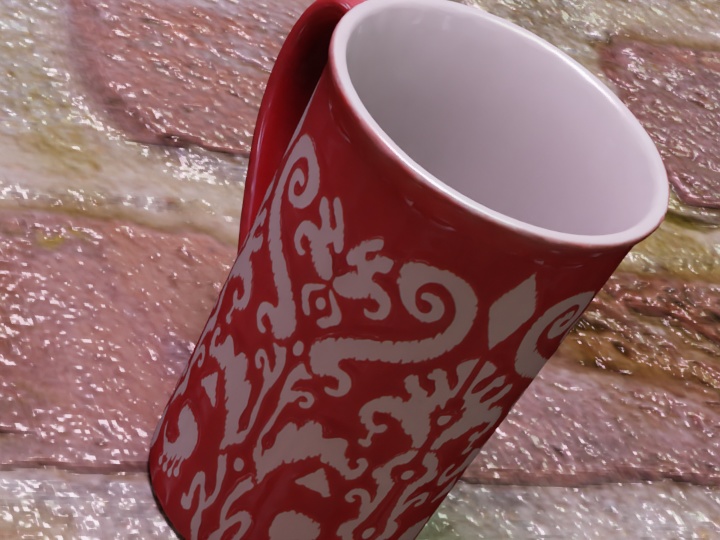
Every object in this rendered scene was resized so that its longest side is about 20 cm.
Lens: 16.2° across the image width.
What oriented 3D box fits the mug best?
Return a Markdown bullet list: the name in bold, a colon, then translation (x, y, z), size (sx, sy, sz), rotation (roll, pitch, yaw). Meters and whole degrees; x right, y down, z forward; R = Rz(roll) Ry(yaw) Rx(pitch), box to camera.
- **mug**: translation (0.010, 0.006, 0.952), size (0.133, 0.200, 0.178), rotation (23, 33, -11)
